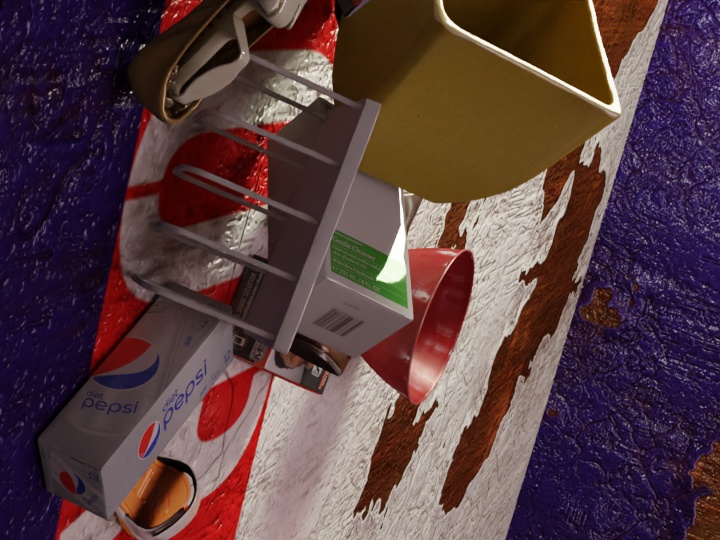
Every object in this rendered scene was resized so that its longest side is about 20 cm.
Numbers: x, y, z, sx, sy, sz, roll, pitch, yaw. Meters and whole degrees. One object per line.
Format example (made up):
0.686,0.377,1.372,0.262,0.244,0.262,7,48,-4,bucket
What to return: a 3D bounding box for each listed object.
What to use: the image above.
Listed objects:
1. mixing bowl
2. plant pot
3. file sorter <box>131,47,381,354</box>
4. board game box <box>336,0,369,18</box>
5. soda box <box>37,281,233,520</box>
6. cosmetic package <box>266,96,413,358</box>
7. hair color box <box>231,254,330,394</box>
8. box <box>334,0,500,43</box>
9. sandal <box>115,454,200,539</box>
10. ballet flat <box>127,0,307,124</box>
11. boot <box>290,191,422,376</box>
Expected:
0.055,0.052,1.683,0.201,0.107,0.202,-55,157,-37,mixing bowl
0.075,-0.175,1.183,0.200,0.192,0.197,-44,-143,38,plant pot
-0.089,-0.056,1.078,0.139,0.123,0.202,-170,-79,-76,file sorter
0.012,-0.278,0.975,0.062,0.199,0.202,-40,128,-27,board game box
-0.180,0.103,1.124,0.201,0.063,0.069,-54,157,-41,soda box
-0.022,-0.039,1.216,0.107,0.085,0.202,24,47,-34,cosmetic package
-0.072,0.059,1.397,0.103,0.061,0.200,-68,161,-5,hair color box
0.078,-0.284,1.257,0.079,0.197,0.142,-105,-168,-49,box
-0.182,0.203,1.227,0.080,0.059,0.207,-64,161,-16,sandal
-0.081,-0.179,0.979,0.200,0.063,0.068,-42,146,13,ballet flat
0.000,0.000,1.323,0.202,0.064,0.186,-62,175,-2,boot
